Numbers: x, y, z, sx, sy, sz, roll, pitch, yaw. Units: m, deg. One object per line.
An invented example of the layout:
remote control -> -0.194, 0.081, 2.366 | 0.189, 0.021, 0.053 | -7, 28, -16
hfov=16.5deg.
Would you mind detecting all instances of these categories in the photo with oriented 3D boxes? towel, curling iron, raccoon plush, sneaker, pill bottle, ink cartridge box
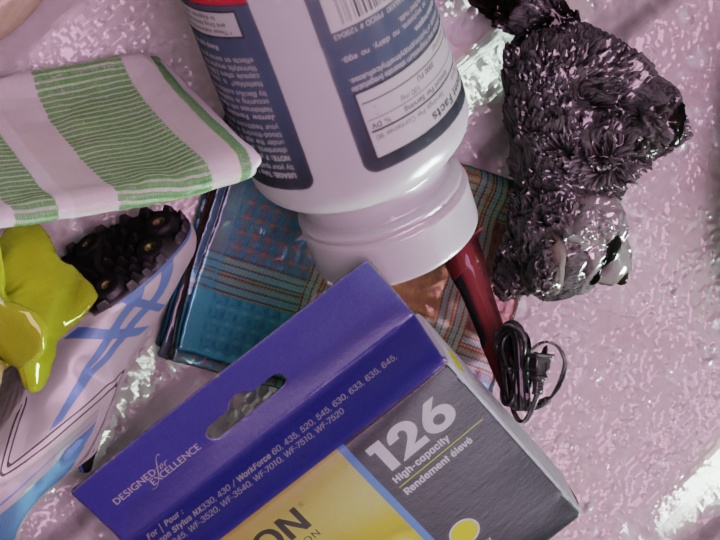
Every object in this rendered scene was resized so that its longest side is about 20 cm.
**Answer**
towel -> -0.164, -0.062, 1.195 | 0.199, 0.153, 0.024 | -9, 119, -24
curling iron -> 0.061, -0.014, 1.320 | 0.025, 0.050, 0.201 | -6, 67, -39
raccoon plush -> 0.081, -0.074, 1.342 | 0.200, 0.097, 0.134 | 41, 76, 6
sneaker -> -0.147, 0.054, 1.265 | 0.200, 0.072, 0.072 | -54, 130, -8
towel -> 0.000, 0.000, 1.345 | 0.199, 0.022, 0.147 | 16, 91, -25
pill bottle -> -0.012, -0.098, 1.242 | 0.119, 0.120, 0.201 | -30, 120, -17
ink cartridge box -> -0.013, 0.122, 1.291 | 0.197, 0.047, 0.200 | -38, 128, 6

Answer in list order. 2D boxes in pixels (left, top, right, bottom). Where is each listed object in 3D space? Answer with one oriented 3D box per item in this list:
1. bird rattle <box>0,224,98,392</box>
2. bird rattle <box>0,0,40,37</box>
bird rattle -> -0.221, 0.059, 1.200 | 0.201, 0.163, 0.113 | -64, 156, 4
bird rattle -> -0.202, -0.187, 1.198 | 0.199, 0.113, 0.164 | -16, 118, -31
